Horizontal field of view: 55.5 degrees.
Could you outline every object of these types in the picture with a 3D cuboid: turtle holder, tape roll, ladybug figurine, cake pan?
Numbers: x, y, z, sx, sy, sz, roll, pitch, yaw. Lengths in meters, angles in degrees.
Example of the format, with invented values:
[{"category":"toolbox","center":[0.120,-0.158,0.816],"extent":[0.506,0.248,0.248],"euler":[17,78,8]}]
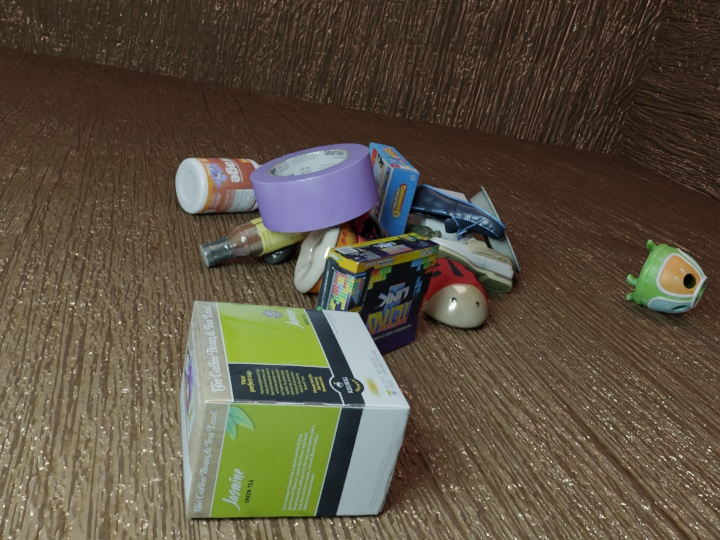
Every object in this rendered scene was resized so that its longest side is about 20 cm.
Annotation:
[{"category":"turtle holder","center":[0.644,0.035,1.437],"extent":[0.132,0.186,0.141],"euler":[26,56,31]},{"category":"tape roll","center":[-0.075,-0.139,1.127],"extent":[0.200,0.085,0.200],"euler":[-12,23,5]},{"category":"ladybug figurine","center":[0.158,0.032,1.207],"extent":[0.136,0.072,0.200],"euler":[7,22,-15]},{"category":"cake pan","center":[0.279,-0.077,1.433],"extent":[0.037,0.200,0.200],"euler":[-24,20,8]}]

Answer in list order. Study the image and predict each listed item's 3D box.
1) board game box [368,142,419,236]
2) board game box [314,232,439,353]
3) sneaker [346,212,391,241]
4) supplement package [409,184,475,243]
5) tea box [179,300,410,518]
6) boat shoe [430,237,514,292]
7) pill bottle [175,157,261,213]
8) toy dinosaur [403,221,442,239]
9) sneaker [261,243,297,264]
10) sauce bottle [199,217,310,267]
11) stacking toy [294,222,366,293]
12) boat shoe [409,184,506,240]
[{"category":"board game box","center":[0.043,-0.137,1.390],"extent":[0.056,0.200,0.196],"euler":[8,22,-16]},{"category":"board game box","center":[0.021,0.041,0.972],"extent":[0.057,0.166,0.200],"euler":[26,24,33]},{"category":"sneaker","center":[0.021,-0.049,1.243],"extent":[0.075,0.081,0.200],"euler":[13,-14,40]},{"category":"supplement package","center":[0.176,-0.098,1.492],"extent":[0.109,0.114,0.200],"euler":[11,23,-6]},{"category":"tea box","center":[-0.081,0.137,0.712],"extent":[0.196,0.134,0.200],"euler":[7,21,-18]},{"category":"boat shoe","center":[0.208,-0.023,1.310],"extent":[0.200,0.068,0.075],"euler":[25,-26,-26]},{"category":"pill bottle","center":[-0.272,-0.178,1.426],"extent":[0.200,0.112,0.112],"euler":[-8,29,-43]},{"category":"toy dinosaur","center":[0.104,-0.061,1.387],"extent":[0.047,0.088,0.200],"euler":[19,8,-32]},{"category":"sneaker","center":[-0.138,-0.073,1.297],"extent":[0.076,0.091,0.200],"euler":[13,43,7]},{"category":"sauce bottle","center":[-0.176,-0.058,1.181],"extent":[0.200,0.066,0.066],"euler":[-20,32,-18]},{"category":"stacking toy","center":[0.000,0.000,1.159],"extent":[0.200,0.146,0.146],"euler":[23,17,-19]},{"category":"boat shoe","center":[0.184,-0.098,1.337],"extent":[0.200,0.069,0.084],"euler":[26,-14,27]}]
